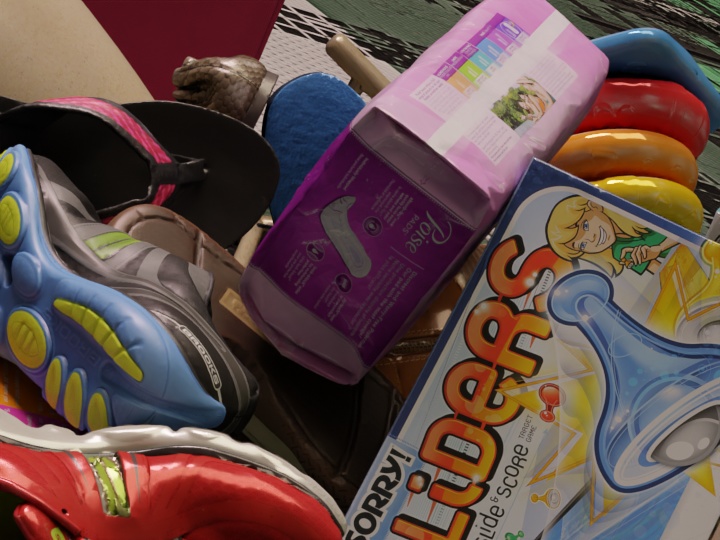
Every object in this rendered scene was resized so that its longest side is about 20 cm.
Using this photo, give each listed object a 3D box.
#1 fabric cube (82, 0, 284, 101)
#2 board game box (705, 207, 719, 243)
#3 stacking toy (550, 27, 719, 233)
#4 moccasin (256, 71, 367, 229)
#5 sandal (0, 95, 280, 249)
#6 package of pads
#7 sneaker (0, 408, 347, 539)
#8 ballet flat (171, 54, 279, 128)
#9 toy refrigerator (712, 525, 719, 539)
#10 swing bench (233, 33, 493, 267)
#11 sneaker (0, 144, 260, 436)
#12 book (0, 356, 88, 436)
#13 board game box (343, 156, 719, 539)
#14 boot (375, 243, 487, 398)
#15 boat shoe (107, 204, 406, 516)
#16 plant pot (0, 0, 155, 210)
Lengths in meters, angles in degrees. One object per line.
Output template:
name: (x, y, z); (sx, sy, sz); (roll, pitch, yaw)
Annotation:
fabric cube: (-0.163, -0.172, 1.708); (0.196, 0.200, 0.200); (19, 14, -22)
board game box: (0.243, 0.076, 1.516); (0.200, 0.151, 0.047); (25, 11, 8)
stacking toy: (0.123, -0.004, 1.417); (0.116, 0.110, 0.200); (37, 41, -57)
moccasin: (0.000, 0.000, 1.452); (0.080, 0.200, 0.068); (-19, 8, 0)
sandal: (-0.130, -0.044, 1.297); (0.200, 0.075, 0.045); (8, -3, -17)
package of pads: (0.030, -0.041, 1.301); (0.076, 0.121, 0.200); (38, 29, 2)
sneaker: (-0.102, 0.100, 1.077); (0.200, 0.077, 0.085); (10, 21, -10)
ballet flat: (-0.089, -0.052, 1.465); (0.046, 0.067, 0.200); (26, -28, -6)
toy refrigerator: (0.197, 0.142, 1.363); (0.070, 0.076, 0.200); (14, 16, -33)
swing bench: (0.038, -0.012, 1.590); (0.200, 0.130, 0.199); (28, 13, -3)
sneaker: (-0.106, 0.015, 1.200); (0.083, 0.071, 0.200); (16, 17, -39)
book: (-0.160, 0.059, 1.171); (0.200, 0.048, 0.134); (18, 16, -13)
board game box: (0.085, 0.071, 1.204); (0.135, 0.200, 0.034); (25, -12, 10)
boot: (0.035, 0.080, 1.351); (0.155, 0.074, 0.200); (-10, 58, -30)
boat shoe: (-0.044, 0.060, 1.292); (0.202, 0.075, 0.075); (45, 44, 1)
plant pot: (-0.177, -0.065, 1.383); (0.200, 0.187, 0.187); (38, 15, 2)
